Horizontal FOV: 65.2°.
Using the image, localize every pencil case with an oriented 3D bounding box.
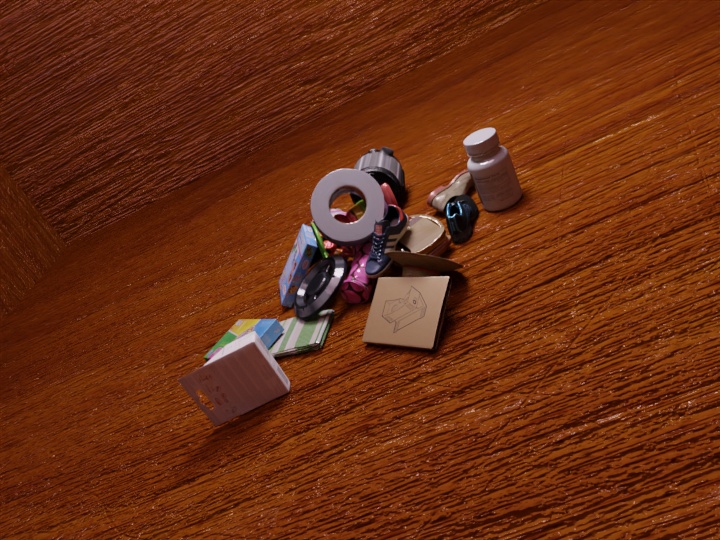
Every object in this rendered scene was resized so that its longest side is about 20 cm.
[{"bbox_3d":[0.000,0.000,1.511,0.093,0.091,0.201,-9,35,23],"label":"pencil case"}]

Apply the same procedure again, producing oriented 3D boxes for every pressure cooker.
[{"bbox_3d":[0.056,-0.301,1.858,0.175,0.179,0.200,-22,29,20],"label":"pressure cooker"}]

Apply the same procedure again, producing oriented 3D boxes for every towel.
[{"bbox_3d":[-0.168,0.168,1.461,0.199,0.023,0.153,-18,29,25],"label":"towel"}]

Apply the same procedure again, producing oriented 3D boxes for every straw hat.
[{"bbox_3d":[0.142,0.015,1.345,0.200,0.200,0.086,6,82,48],"label":"straw hat"}]

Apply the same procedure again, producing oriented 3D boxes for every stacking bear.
[{"bbox_3d":[0.003,-0.145,1.590,0.199,0.114,0.121,-27,-5,-11],"label":"stacking bear"}]

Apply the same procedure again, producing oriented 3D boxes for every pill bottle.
[{"bbox_3d":[0.350,-0.270,1.507,0.114,0.201,0.115,-22,28,12],"label":"pill bottle"}]

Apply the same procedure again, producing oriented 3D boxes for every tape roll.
[{"bbox_3d":[-0.033,-0.168,1.510,0.200,0.201,0.066,-31,-8,-4],"label":"tape roll"}]

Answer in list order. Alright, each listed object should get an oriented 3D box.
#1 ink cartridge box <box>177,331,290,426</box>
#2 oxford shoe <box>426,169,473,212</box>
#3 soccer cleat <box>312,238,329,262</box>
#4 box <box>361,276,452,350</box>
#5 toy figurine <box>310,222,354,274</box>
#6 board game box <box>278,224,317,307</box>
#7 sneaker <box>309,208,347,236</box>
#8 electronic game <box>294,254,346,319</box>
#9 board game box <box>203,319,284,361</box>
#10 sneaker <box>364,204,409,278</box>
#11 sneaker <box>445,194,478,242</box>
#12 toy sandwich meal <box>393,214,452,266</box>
[{"bbox_3d":[-0.285,0.250,1.283,0.199,0.162,0.050,-26,26,8],"label":"ink cartridge box"},{"bbox_3d":[0.293,-0.231,1.663,0.199,0.071,0.075,-35,55,-14],"label":"oxford shoe"},{"bbox_3d":[-0.117,-0.084,1.785,0.081,0.068,0.200,15,49,43],"label":"soccer cleat"},{"bbox_3d":[0.101,0.091,1.260,0.199,0.021,0.165,-1,66,43],"label":"box"},{"bbox_3d":[-0.029,-0.087,1.662,0.183,0.151,0.201,-21,48,-5],"label":"toy figurine"},{"bbox_3d":[-0.185,-0.015,1.639,0.201,0.036,0.151,-64,21,19],"label":"board game box"},{"bbox_3d":[-0.059,-0.156,1.762,0.198,0.082,0.088,3,35,-6],"label":"sneaker"},{"bbox_3d":[-0.109,0.042,1.506,0.200,0.042,0.201,-38,29,26],"label":"electronic game"},{"bbox_3d":[-0.312,0.196,1.499,0.199,0.040,0.153,-7,36,49],"label":"board game box"},{"bbox_3d":[0.054,-0.080,1.435,0.075,0.085,0.201,10,65,35],"label":"sneaker"},{"bbox_3d":[0.273,-0.163,1.529,0.073,0.082,0.200,-16,30,23],"label":"sneaker"},{"bbox_3d":[0.139,-0.091,1.500,0.204,0.070,0.206,-11,48,12],"label":"toy sandwich meal"}]
